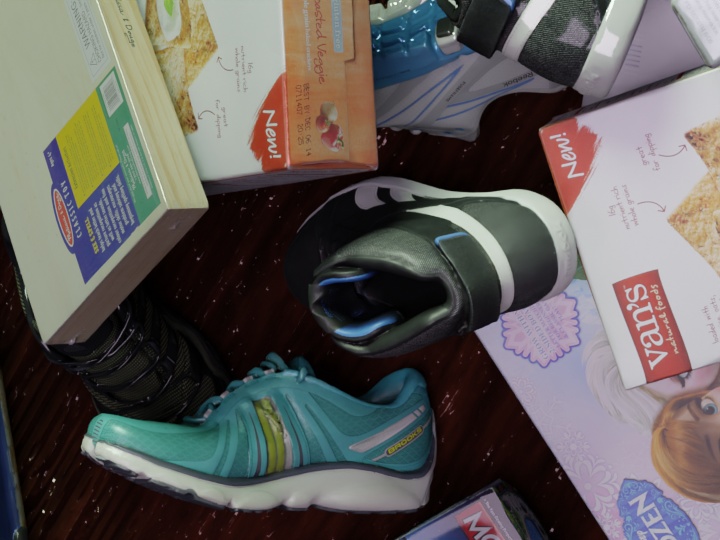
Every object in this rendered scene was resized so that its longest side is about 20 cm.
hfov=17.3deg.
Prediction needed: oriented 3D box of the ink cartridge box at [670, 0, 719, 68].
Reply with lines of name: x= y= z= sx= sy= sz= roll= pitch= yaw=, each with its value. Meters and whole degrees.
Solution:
ink cartridge box: x=0.236 y=-0.177 z=1.068 sx=0.199 sy=0.200 sz=0.041 roll=-29 pitch=101 yaw=17

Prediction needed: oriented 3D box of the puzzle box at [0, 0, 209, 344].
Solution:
puzzle box: x=-0.144 y=-0.081 z=1.164 sx=0.133 sy=0.025 sz=0.201 roll=-42 pitch=60 yaw=44

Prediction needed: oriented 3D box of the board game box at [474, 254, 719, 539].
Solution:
board game box: x=0.186 y=0.048 z=1.197 sx=0.199 sy=0.041 sz=0.201 roll=-33 pitch=93 yaw=16

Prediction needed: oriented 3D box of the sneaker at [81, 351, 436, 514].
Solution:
sneaker: x=-0.051 y=0.082 z=1.227 sx=0.198 sy=0.077 sz=0.080 roll=2 pitch=94 yaw=-29

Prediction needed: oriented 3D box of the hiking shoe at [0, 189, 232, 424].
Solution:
hiking shoe: x=-0.135 y=0.041 z=1.251 sx=0.075 sy=0.101 sz=0.201 roll=-32 pitch=94 yaw=18

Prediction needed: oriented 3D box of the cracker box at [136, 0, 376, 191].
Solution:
cracker box: x=-0.077 y=-0.107 z=1.157 sx=0.199 sy=0.057 sz=0.135 roll=-6 pitch=87 yaw=50

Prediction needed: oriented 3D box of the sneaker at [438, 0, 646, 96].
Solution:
sneaker: x=0.097 y=-0.190 z=1.112 sx=0.111 sy=0.073 sz=0.201 roll=21 pitch=70 yaw=-1

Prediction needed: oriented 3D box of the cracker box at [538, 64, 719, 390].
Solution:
cracker box: x=0.199 y=-0.038 z=1.127 sx=0.199 sy=0.058 sz=0.135 roll=-19 pitch=95 yaw=15

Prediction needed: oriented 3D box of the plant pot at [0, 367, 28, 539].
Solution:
plant pot: x=-0.284 y=0.123 z=1.258 sx=0.178 sy=0.200 sz=0.202 roll=-6 pitch=100 yaw=8

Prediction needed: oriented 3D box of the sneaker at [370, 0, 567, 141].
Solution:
sneaker: x=0.018 y=-0.093 z=1.208 sx=0.199 sy=0.075 sz=0.087 roll=-13 pitch=132 yaw=27

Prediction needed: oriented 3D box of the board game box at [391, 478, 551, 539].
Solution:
board game box: x=0.085 y=0.214 z=1.261 sx=0.199 sy=0.062 sz=0.201 roll=-30 pitch=94 yaw=16

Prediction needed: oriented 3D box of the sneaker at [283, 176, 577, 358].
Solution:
sneaker: x=0.000 y=0.000 z=1.163 sx=0.199 sy=0.111 sz=0.074 roll=-6 pitch=102 yaw=50

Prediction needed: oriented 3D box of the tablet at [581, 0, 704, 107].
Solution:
tablet: x=0.172 y=-0.046 z=1.210 sx=0.129 sy=0.014 sz=0.202 roll=11 pitch=105 yaw=10
